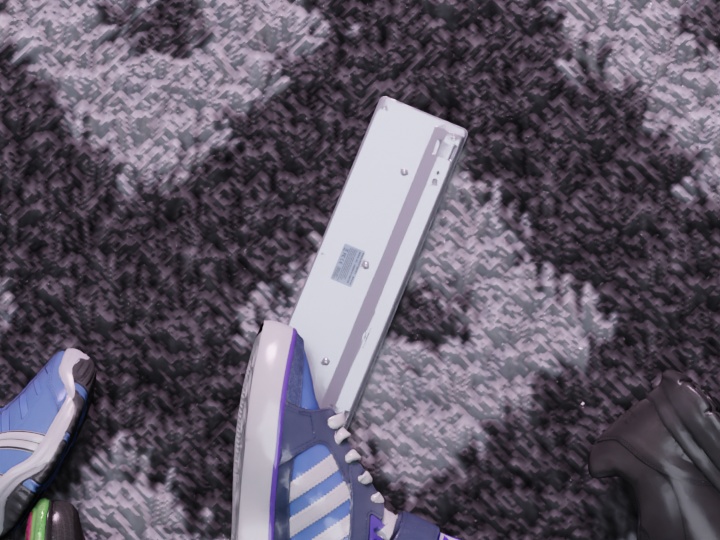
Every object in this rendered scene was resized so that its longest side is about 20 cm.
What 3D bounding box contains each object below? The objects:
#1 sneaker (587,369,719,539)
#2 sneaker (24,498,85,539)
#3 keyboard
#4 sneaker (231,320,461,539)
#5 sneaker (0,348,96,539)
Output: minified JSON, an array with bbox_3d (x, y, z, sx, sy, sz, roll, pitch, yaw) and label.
[{"bbox_3d":[0.203,0.157,1.318,0.091,0.076,0.201,-36,76,8],"label":"sneaker"},{"bbox_3d":[-0.128,0.214,1.322,0.083,0.077,0.201,-28,92,-8],"label":"sneaker"},{"bbox_3d":[0.000,0.000,1.371,0.056,0.011,0.201,21,84,10],"label":"keyboard"},{"bbox_3d":[0.003,0.133,1.322,0.145,0.081,0.202,4,81,-7],"label":"sneaker"},{"bbox_3d":[-0.223,0.121,1.330,0.077,0.076,0.200,38,85,2],"label":"sneaker"}]
